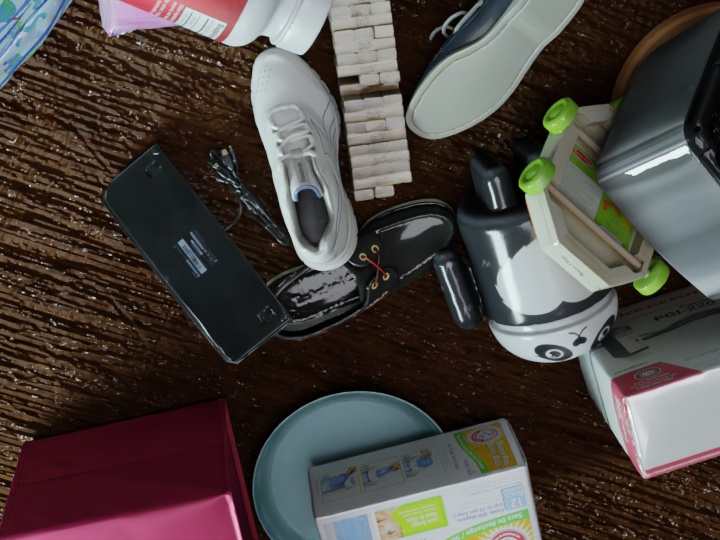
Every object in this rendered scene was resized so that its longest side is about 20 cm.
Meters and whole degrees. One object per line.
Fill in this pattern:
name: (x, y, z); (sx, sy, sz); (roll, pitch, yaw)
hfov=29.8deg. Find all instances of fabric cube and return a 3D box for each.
fabric cube: (-0.197, 0.257, 1.233); (0.199, 0.200, 0.196); (-13, 110, -3)

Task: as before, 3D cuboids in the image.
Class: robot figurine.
robot figurine: (0.158, -0.014, 1.208); (0.150, 0.125, 0.200); (-4, 114, 34)

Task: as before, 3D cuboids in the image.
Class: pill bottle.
pill bottle: (-0.120, -0.240, 1.029); (0.200, 0.112, 0.112); (20, 107, -18)

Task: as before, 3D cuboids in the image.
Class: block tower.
block tower: (0.006, -0.167, 1.178); (0.054, 0.058, 0.200); (-8, 112, -3)

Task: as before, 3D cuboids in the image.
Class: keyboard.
keyboard: (-0.128, -0.028, 1.201); (0.127, 0.021, 0.200); (-37, 91, 14)

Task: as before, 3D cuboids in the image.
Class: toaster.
toaster: (0.310, -0.089, 1.126); (0.181, 0.200, 0.119); (41, 143, -19)

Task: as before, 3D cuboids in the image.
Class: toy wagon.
toy wagon: (0.212, -0.079, 1.152); (0.155, 0.200, 0.040); (39, 146, -22)

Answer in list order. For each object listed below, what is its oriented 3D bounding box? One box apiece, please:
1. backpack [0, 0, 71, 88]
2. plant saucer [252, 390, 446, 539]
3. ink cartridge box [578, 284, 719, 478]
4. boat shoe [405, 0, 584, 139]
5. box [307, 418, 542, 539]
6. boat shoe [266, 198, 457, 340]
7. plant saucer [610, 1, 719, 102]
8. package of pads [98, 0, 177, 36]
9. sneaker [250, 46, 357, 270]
backpack: (-0.312, -0.233, 1.086); (0.200, 0.154, 0.163); (-39, 89, -4)
plant saucer: (-0.006, 0.204, 1.324); (0.200, 0.027, 0.200); (-2, 110, -5)
ink cartridge box: (0.287, 0.092, 1.220); (0.145, 0.200, 0.085); (-18, 105, 1)
boat shoe: (0.110, -0.200, 1.170); (0.075, 0.062, 0.200); (27, 114, -31)
box: (0.062, 0.230, 1.271); (0.200, 0.101, 0.113); (-15, 110, 0)
boat shoe: (0.001, 0.002, 1.235); (0.201, 0.063, 0.074); (-28, 107, 3)
plant saucer: (0.327, -0.141, 1.228); (0.200, 0.037, 0.200); (-2, 109, -6)
package of pads: (-0.163, -0.294, 1.103); (0.120, 0.076, 0.200); (-8, 111, -8)
sneaker: (-0.047, -0.099, 1.165); (0.074, 0.087, 0.200); (-18, 89, 4)
